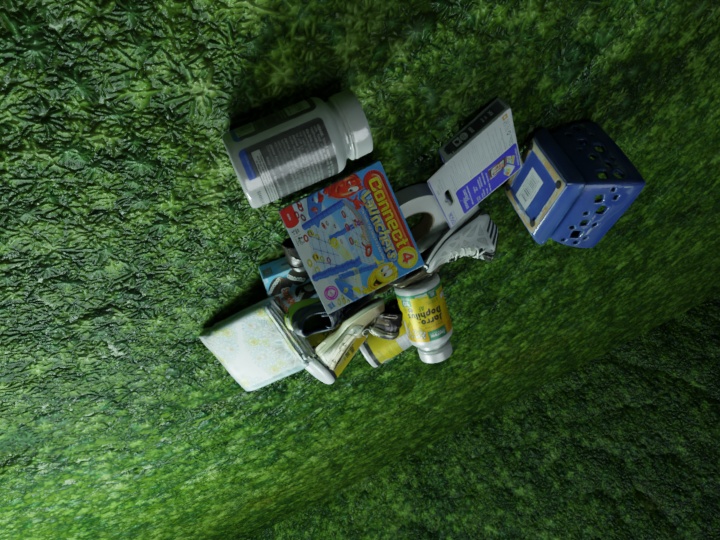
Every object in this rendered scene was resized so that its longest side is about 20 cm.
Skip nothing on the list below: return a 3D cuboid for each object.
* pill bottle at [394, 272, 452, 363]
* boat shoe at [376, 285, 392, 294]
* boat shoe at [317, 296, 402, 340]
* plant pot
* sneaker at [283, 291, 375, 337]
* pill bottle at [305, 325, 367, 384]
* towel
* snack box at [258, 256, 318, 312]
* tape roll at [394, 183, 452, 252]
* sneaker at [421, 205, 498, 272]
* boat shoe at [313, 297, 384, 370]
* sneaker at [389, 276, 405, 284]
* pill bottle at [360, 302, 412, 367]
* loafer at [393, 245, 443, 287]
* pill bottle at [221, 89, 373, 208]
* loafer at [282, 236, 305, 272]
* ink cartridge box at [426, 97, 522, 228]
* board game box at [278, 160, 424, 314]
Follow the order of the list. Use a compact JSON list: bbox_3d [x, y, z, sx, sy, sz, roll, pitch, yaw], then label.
[{"bbox_3d":[0.158,0.113,1.298,0.111,0.113,0.203,-21,108,-12],"label":"pill bottle"},{"bbox_3d":[0.000,0.000,1.162,0.071,0.065,0.199,-34,147,25],"label":"boat shoe"},{"bbox_3d":[0.001,0.082,1.167,0.197,0.075,0.074,20,106,-11],"label":"boat shoe"},{"bbox_3d":[0.427,-0.177,1.138,0.177,0.202,0.201,-5,143,-22],"label":"plant pot"},{"bbox_3d":[-0.051,0.077,1.072,0.198,0.081,0.075,-29,119,-10],"label":"sneaker"},{"bbox_3d":[-0.050,0.150,1.244,0.201,0.111,0.113,-52,156,-21],"label":"pill bottle"},{"bbox_3d":[-0.214,0.158,1.137,0.198,0.048,0.172,-25,112,20],"label":"towel"},{"bbox_3d":[-0.140,0.040,1.138,0.114,0.037,0.201,-21,148,-12],"label":"snack box"},{"bbox_3d":[0.102,-0.096,1.137,0.200,0.037,0.204,-21,148,-14],"label":"tape roll"},{"bbox_3d":[0.228,-0.046,1.172,0.201,0.115,0.076,-45,172,-16],"label":"sneaker"},{"bbox_3d":[-0.013,0.128,1.091,0.200,0.063,0.073,-42,175,27],"label":"boat shoe"},{"bbox_3d":[0.039,-0.024,1.087,0.198,0.073,0.083,4,123,-50],"label":"sneaker"},{"bbox_3d":[0.092,0.155,1.418,0.198,0.115,0.114,-32,149,5],"label":"pill bottle"},{"bbox_3d":[0.149,-0.017,1.251,0.198,0.077,0.068,-30,143,3],"label":"loafer"},{"bbox_3d":[-0.089,-0.180,0.786,0.197,0.115,0.114,-24,149,-7],"label":"pill bottle"},{"bbox_3d":[-0.061,-0.073,1.002,0.199,0.073,0.071,-36,139,4],"label":"loafer"},{"bbox_3d":[0.218,-0.200,1.052,0.199,0.044,0.198,-41,149,2],"label":"ink cartridge box"},{"bbox_3d":[-0.016,-0.058,0.953,0.193,0.203,0.056,-27,-169,-3],"label":"board game box"}]
